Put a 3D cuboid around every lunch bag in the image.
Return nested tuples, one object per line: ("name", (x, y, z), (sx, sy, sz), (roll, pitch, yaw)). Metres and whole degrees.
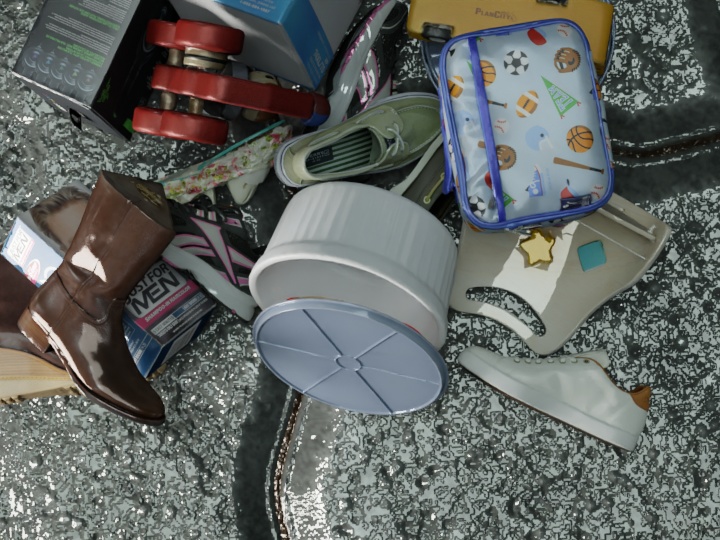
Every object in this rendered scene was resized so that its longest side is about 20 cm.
("lunch bag", (0.151, -0.131, 1.596), (0.159, 0.076, 0.201), (-9, 86, -3))

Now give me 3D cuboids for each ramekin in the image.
("ramekin", (0.000, 0.000, 1.651), (0.199, 0.201, 0.098), (16, 63, 6))

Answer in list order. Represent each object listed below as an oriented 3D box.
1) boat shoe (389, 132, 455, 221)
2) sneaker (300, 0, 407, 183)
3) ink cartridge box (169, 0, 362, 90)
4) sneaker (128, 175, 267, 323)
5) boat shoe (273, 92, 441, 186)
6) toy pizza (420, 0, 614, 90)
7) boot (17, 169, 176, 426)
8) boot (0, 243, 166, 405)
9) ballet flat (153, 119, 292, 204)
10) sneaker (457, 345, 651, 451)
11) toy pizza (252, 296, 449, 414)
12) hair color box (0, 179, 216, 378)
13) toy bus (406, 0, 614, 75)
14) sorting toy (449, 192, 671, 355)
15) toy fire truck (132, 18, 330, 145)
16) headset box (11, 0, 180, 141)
("boat shoe", (0.087, -0.094, 1.697), (0.060, 0.072, 0.202), (46, 111, 13))
("sneaker", (0.007, -0.178, 1.735), (0.086, 0.080, 0.201), (26, 87, -14))
("ink cartridge box", (-0.077, -0.317, 1.689), (0.146, 0.146, 0.201), (23, 76, 20))
("sneaker", (-0.162, -0.040, 1.699), (0.200, 0.080, 0.086), (40, 89, -32))
("boat shoe", (0.012, -0.123, 1.657), (0.199, 0.062, 0.072), (-23, 109, -25))
("toy pizza", (0.162, -0.241, 1.741), (0.199, 0.032, 0.201), (-1, 83, 6))
("boot", (-0.216, 0.024, 1.614), (0.186, 0.064, 0.200), (37, 107, 6))
("boot", (-0.306, 0.045, 1.732), (0.199, 0.072, 0.167), (-7, 75, -7))
("ballet flat", (-0.151, -0.088, 1.739), (0.199, 0.076, 0.064), (-24, 92, 10))
("sneaker", (0.197, 0.105, 1.690), (0.199, 0.073, 0.085), (24, 88, -5))
("toy pizza", (-0.008, 0.078, 1.654), (0.199, 0.201, 0.032), (14, 58, 5))
("hair color box", (-0.255, 0.008, 1.712), (0.200, 0.100, 0.061), (40, 130, 7))
("toy bus", (0.149, -0.245, 1.680), (0.199, 0.078, 0.065), (10, 85, 7))
("sorting toy", (0.177, -0.017, 1.695), (0.199, 0.107, 0.181), (28, 98, -2))
("toy fire truck", (-0.121, -0.176, 1.648), (0.167, 0.200, 0.113), (7, 95, -27))
("headset box", (-0.256, -0.240, 1.706), (0.092, 0.174, 0.201), (24, 85, 7))
